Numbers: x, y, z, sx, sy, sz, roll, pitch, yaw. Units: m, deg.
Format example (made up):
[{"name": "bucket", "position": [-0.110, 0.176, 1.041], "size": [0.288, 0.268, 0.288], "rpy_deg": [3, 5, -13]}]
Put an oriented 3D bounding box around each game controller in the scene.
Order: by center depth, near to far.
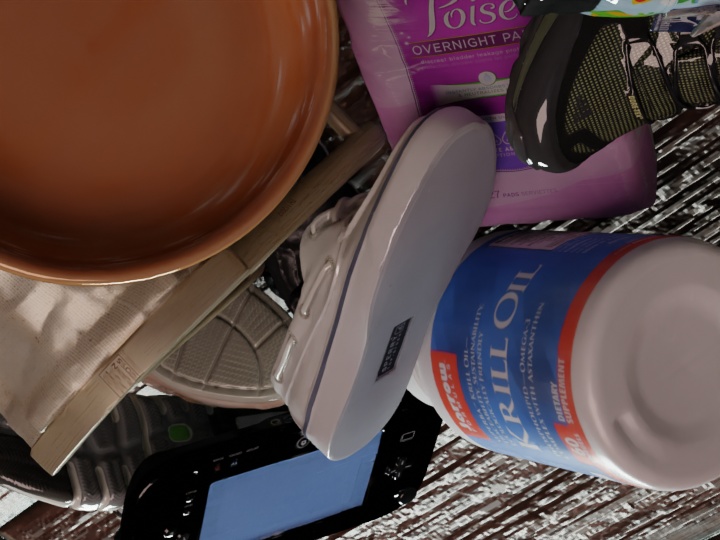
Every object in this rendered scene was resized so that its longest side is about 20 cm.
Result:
[{"name": "game controller", "position": [-0.043, 0.117, 0.991], "size": [0.198, 0.042, 0.105], "rpy_deg": [-15, 146, -30]}]

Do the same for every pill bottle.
[{"name": "pill bottle", "position": [0.095, 0.037, 0.864], "size": [0.112, 0.113, 0.199], "rpy_deg": [45, 162, -22]}]

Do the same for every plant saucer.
[{"name": "plant saucer", "position": [-0.108, -0.091, 0.721], "size": [0.198, 0.202, 0.037], "rpy_deg": [23, 166, -4]}]

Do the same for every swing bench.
[{"name": "swing bench", "position": [-0.129, -0.056, 0.807], "size": [0.199, 0.200, 0.130], "rpy_deg": [45, 128, 0]}]

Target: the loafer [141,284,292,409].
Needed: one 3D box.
[{"name": "loafer", "position": [-0.114, 0.030, 0.991], "size": [0.198, 0.072, 0.063], "rpy_deg": [18, 158, 17]}]

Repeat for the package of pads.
[{"name": "package of pads", "position": [0.061, -0.105, 0.809], "size": [0.119, 0.076, 0.201], "rpy_deg": [-7, 138, 15]}]

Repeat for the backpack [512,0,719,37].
[{"name": "backpack", "position": [0.144, -0.160, 0.627], "size": [0.198, 0.165, 0.154], "rpy_deg": [-6, 165, 6]}]

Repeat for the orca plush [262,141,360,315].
[{"name": "orca plush", "position": [-0.013, -0.007, 0.932], "size": [0.104, 0.071, 0.201], "rpy_deg": [2, 129, 13]}]

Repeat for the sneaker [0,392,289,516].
[{"name": "sneaker", "position": [-0.140, 0.115, 1.027], "size": [0.198, 0.076, 0.115], "rpy_deg": [2, 152, -32]}]

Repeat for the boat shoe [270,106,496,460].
[{"name": "boat shoe", "position": [0.000, 0.000, 0.835], "size": [0.065, 0.073, 0.201], "rpy_deg": [41, 127, 25]}]

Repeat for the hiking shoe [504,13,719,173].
[{"name": "hiking shoe", "position": [0.149, -0.098, 0.715], "size": [0.199, 0.101, 0.076], "rpy_deg": [-38, 138, 1]}]
